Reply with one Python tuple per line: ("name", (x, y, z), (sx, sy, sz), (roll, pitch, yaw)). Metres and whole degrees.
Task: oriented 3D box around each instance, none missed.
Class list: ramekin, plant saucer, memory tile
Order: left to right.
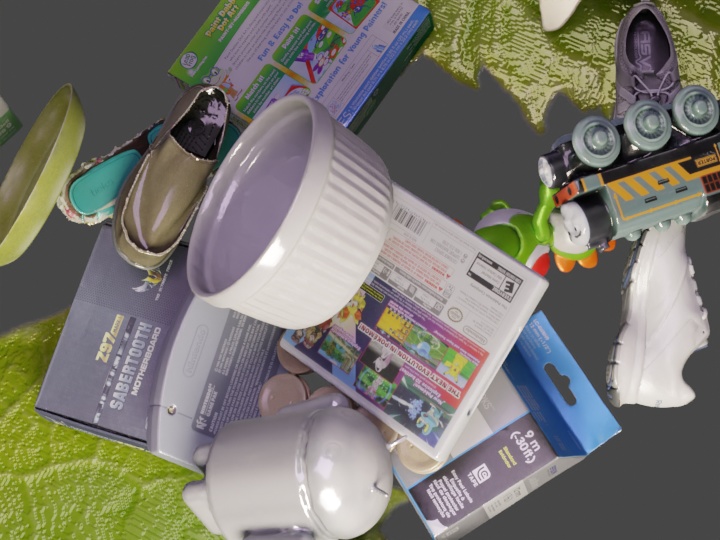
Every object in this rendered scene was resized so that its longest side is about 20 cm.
("plant saucer", (-0.317, -0.086, 1.637), (0.031, 0.200, 0.202), (28, 75, -21))
("ramekin", (-0.058, -0.044, 1.492), (0.104, 0.199, 0.202), (27, 74, -26))
("memory tile", (0.011, 0.089, 1.523), (0.198, 0.017, 0.155), (15, 81, 27))

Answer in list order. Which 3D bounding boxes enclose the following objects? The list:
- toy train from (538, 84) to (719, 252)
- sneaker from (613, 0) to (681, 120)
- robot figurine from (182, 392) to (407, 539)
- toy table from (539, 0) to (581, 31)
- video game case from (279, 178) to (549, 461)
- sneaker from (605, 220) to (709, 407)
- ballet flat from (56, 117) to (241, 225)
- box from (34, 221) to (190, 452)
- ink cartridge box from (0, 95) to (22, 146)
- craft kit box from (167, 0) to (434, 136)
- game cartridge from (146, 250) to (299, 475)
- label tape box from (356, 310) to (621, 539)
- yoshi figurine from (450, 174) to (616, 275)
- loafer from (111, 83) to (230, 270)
("toy train", (0.257, -0.090, 1.500), (0.198, 0.085, 0.115), (-18, 83, -18))
("sneaker", (0.270, -0.161, 1.595), (0.074, 0.082, 0.203), (-9, 73, 7))
("robot figurine", (-0.055, 0.180, 1.459), (0.198, 0.113, 0.171), (-10, 48, 27))
("toy table", (0.222, -0.327, 1.624), (0.116, 0.200, 0.186), (-2, 104, 20))
("video game case", (0.044, 0.039, 1.488), (0.199, 0.023, 0.183), (34, 96, 30))
("sneaker", (0.280, 0.032, 1.546), (0.086, 0.075, 0.203), (11, 81, 3))
("ballet flat", (-0.214, -0.104, 1.664), (0.198, 0.064, 0.076), (-22, 96, -22))
("box", (-0.206, 0.068, 1.618), (0.156, 0.051, 0.202), (15, 74, 15))
("ink cartridge box", (-0.435, -0.205, 1.670), (0.087, 0.200, 0.145), (-41, 69, -6))
("craft kit box", (-0.060, -0.222, 1.696), (0.197, 0.049, 0.201), (34, 80, 16))
("game cartridge", (-0.122, 0.091, 1.567), (0.132, 0.040, 0.202), (27, 72, -28))
("label tape box", (0.117, 0.136, 1.532), (0.199, 0.066, 0.144), (-33, 68, 0))
("yoshi figurine", (0.154, -0.055, 1.566), (0.198, 0.113, 0.113), (-17, 42, -16))
("loafer", (-0.178, -0.098, 1.602), (0.075, 0.070, 0.202), (24, 71, -12))
